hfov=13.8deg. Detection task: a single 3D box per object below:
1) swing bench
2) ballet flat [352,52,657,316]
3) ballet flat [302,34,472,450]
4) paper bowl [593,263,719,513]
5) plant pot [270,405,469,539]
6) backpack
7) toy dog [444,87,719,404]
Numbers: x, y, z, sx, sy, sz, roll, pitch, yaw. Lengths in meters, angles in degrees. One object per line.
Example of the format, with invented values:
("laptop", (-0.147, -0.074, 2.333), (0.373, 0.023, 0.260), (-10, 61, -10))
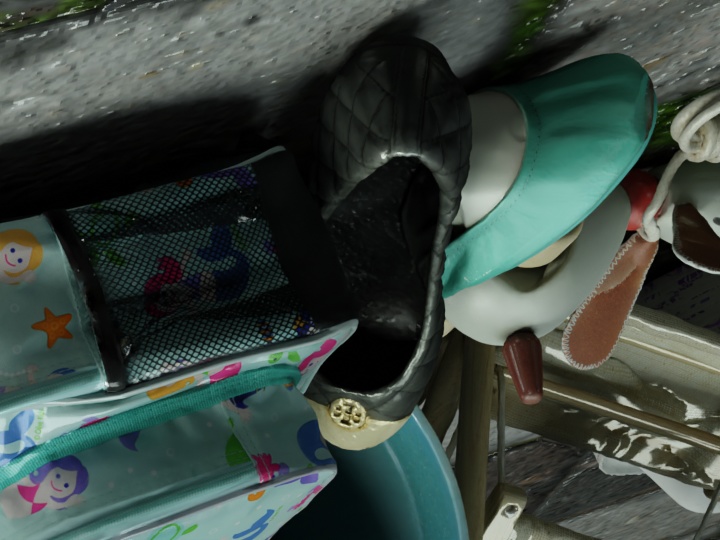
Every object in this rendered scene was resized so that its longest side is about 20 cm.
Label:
("swing bench", (0.113, 0.117, 1.362), (0.198, 0.201, 0.130), (19, 169, -26))
("ballet flat", (0.021, -0.023, 1.116), (0.070, 0.068, 0.200), (21, 135, -39))
("ballet flat", (0.000, 0.000, 1.065), (0.066, 0.057, 0.200), (9, 137, 2))
("paper bowl", (0.211, 0.054, 1.527), (0.200, 0.105, 0.201), (-21, 165, -6))
("plant pot", (-0.083, 0.128, 1.259), (0.199, 0.201, 0.188), (-14, 177, -26))
("backpack", (-0.114, 0.049, 1.035), (0.199, 0.151, 0.178), (-9, 161, -25))
("toy dog", (0.101, 0.002, 1.228), (0.199, 0.097, 0.132), (-16, 163, -20))
